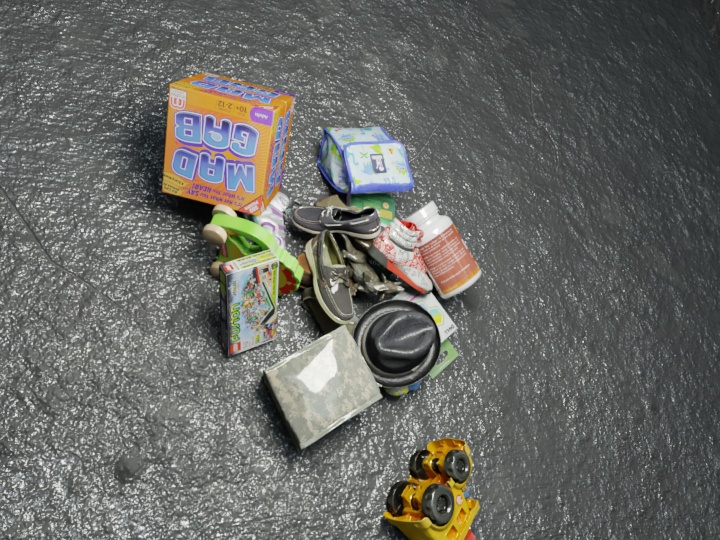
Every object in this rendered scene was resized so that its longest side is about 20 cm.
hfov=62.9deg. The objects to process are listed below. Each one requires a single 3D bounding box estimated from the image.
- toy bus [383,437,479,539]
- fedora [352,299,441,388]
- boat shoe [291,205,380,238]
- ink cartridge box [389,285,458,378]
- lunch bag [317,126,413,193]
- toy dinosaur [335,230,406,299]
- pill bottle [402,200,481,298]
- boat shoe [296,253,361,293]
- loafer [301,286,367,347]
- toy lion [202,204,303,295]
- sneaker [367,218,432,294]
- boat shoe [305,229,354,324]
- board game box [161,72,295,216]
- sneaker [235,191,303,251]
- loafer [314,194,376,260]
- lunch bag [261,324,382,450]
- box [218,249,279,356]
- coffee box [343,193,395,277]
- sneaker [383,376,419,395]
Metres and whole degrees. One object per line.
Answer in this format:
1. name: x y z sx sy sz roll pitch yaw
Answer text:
1. toy bus: 0.172 0.468 1.168 0.193 0.135 0.200 52 53 -12
2. fedora: 0.083 0.139 1.197 0.195 0.092 0.206 5 70 -12
3. boat shoe: -0.052 -0.118 1.240 0.195 0.063 0.074 9 51 11
4. ink cartridge box: 0.150 0.130 1.342 0.103 0.059 0.202 -32 84 -34
5. lunch bag: 0.012 -0.247 1.372 0.166 0.129 0.202 -8 45 -26
6. toy dinosaur: 0.000 0.000 1.261 0.200 0.077 0.102 45 18 16
7. pill bottle: 0.181 -0.049 1.337 0.112 0.112 0.202 -35 96 -33
8. boat shoe: -0.069 0.014 1.282 0.196 0.070 0.072 16 45 -31
9. loafer: -0.049 0.114 1.243 0.199 0.075 0.070 40 52 -5
10. toy lion: -0.205 -0.024 1.164 0.187 0.202 0.070 16 57 4
11. sneaker: 0.115 -0.032 1.267 0.200 0.109 0.067 32 10 -35
12. boat shoe: -0.057 0.008 1.190 0.070 0.066 0.204 1 55 -37
13. board game box: -0.255 -0.255 1.164 0.195 0.204 0.201 13 24 0
14. sneaker: -0.174 -0.109 1.282 0.138 0.078 0.202 -28 82 -32
15. loafer: -0.019 -0.103 1.308 0.199 0.076 0.067 41 76 16
16. lunch bag: -0.072 0.223 1.145 0.197 0.118 0.166 -27 81 -17
17. box: -0.212 0.064 1.120 0.108 0.204 0.035 -19 45 -31
18. coffee box: 0.021 -0.091 1.388 0.120 0.044 0.205 10 63 -19
19. sneaker: 0.086 0.174 1.295 0.103 0.075 0.205 12 64 -38
